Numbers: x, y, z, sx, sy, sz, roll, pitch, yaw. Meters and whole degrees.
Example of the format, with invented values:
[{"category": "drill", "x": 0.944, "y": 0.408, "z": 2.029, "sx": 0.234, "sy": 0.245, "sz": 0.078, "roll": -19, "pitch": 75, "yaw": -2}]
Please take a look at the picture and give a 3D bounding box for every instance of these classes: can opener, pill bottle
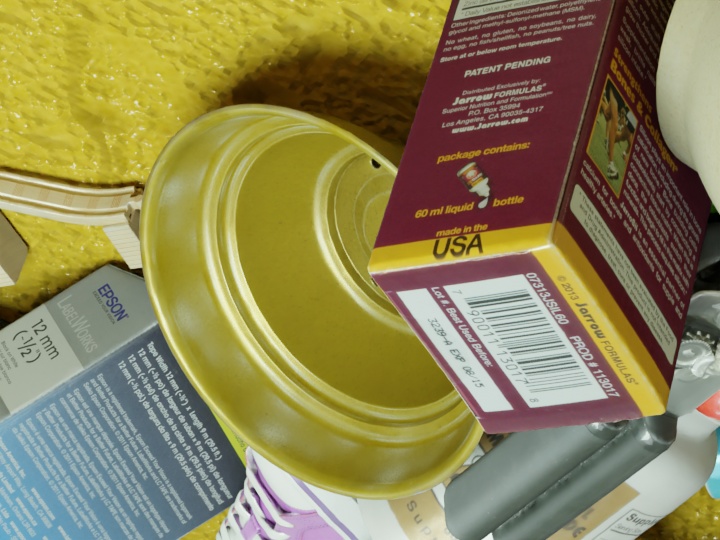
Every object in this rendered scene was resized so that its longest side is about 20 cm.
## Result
[{"category": "can opener", "x": 0.108, "y": 0.051, "z": 1.268, "sx": 0.053, "sy": 0.067, "sz": 0.200, "roll": 18, "pitch": 139, "yaw": -30}, {"category": "pill bottle", "x": 0.104, "y": 0.075, "z": 1.381, "sx": 0.200, "sy": 0.114, "sz": 0.114, "roll": -40, "pitch": 119, "yaw": 22}]

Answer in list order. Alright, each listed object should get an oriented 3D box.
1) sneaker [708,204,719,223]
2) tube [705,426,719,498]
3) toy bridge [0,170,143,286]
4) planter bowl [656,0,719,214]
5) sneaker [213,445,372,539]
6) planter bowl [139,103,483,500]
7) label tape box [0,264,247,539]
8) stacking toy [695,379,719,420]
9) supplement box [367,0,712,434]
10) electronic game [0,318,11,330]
[{"category": "sneaker", "x": 0.198, "y": -0.026, "z": 1.282, "sx": 0.199, "sy": 0.083, "sz": 0.071, "roll": 1, "pitch": 140, "yaw": 17}, {"category": "tube", "x": 0.267, "y": 0.078, "z": 1.425, "sx": 0.200, "sy": 0.050, "sz": 0.077, "roll": -7, "pitch": 145, "yaw": 19}, {"category": "toy bridge", "x": -0.192, "y": -0.021, "z": 1.468, "sx": 0.200, "sy": 0.027, "sz": 0.067, "roll": -9, "pitch": 135, "yaw": 28}, {"category": "planter bowl", "x": 0.203, "y": -0.076, "z": 1.154, "sx": 0.135, "sy": 0.200, "sz": 0.200, "roll": 26, "pitch": 151, "yaw": 33}, {"category": "sneaker", "x": -0.048, "y": 0.141, "z": 1.516, "sx": 0.114, "sy": 0.073, "sz": 0.201, "roll": -29, "pitch": 152, "yaw": -3}, {"category": "planter bowl", "x": 0.000, "y": 0.000, "z": 1.356, "sx": 0.200, "sy": 0.083, "sz": 0.201, "roll": 20, "pitch": 126, "yaw": 30}, {"category": "label tape box", "x": -0.122, "y": 0.075, "z": 1.512, "sx": 0.200, "sy": 0.066, "sz": 0.143, "roll": -33, "pitch": 135, "yaw": -6}, {"category": "stacking toy", "x": 0.235, "y": 0.027, "z": 1.283, "sx": 0.200, "sy": 0.085, "sz": 0.085, "roll": -6, "pitch": 143, "yaw": -9}, {"category": "supplement box", "x": 0.085, "y": -0.047, "z": 1.199, "sx": 0.086, "sy": 0.200, "sz": 0.110, "roll": -8, "pitch": 136, "yaw": 30}, {"category": "electronic game", "x": -0.224, "y": 0.082, "z": 1.596, "sx": 0.200, "sy": 0.042, "sz": 0.200, "roll": 9, "pitch": 141, "yaw": 7}]
